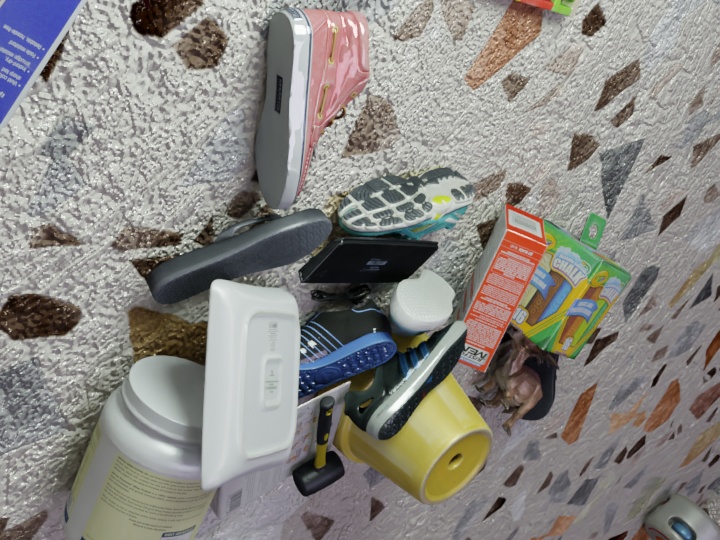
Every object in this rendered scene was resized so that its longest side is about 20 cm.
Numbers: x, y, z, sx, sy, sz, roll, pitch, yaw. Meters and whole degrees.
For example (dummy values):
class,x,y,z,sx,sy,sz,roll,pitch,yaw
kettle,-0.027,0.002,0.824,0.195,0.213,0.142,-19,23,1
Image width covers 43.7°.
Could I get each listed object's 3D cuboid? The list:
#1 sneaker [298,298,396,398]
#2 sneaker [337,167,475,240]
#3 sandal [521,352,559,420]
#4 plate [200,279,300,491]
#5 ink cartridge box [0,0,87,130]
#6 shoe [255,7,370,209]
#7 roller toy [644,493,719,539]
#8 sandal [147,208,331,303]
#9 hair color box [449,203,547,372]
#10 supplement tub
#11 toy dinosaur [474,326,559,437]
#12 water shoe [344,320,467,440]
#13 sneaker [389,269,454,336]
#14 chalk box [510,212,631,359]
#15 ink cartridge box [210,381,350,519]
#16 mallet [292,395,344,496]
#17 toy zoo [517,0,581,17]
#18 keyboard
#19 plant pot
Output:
class,x,y,z,sx,sy,sz,roll,pitch,yaw
sneaker,-0.058,0.097,1.092,0.199,0.078,0.070,-18,141,-4
sneaker,0.056,-0.063,1.058,0.199,0.078,0.080,-12,139,-39
sandal,0.302,0.177,1.518,0.043,0.076,0.201,-48,154,-49
plate,-0.104,0.115,0.931,0.199,0.032,0.202,14,77,-72
ink cartridge box,-0.303,-0.188,0.611,0.200,0.047,0.197,-52,144,8
shoe,-0.044,-0.154,0.873,0.091,0.071,0.201,-12,125,-31
roller toy,0.892,0.731,2.500,0.140,0.200,0.183,-39,107,-12
sandal,-0.122,-0.026,0.915,0.199,0.043,0.076,-20,156,-19
hair color box,0.184,0.023,1.223,0.111,0.064,0.201,-70,-177,-66
supplement tub,-0.220,0.208,0.954,0.144,0.145,0.201,4,119,-47
toy dinosaur,0.266,0.184,1.466,0.135,0.086,0.200,-37,141,-13
water shoe,0.058,0.119,1.113,0.200,0.079,0.072,-43,152,-32
sneaker,0.068,0.058,1.123,0.082,0.074,0.200,-56,170,16
chalk box,0.306,0.011,1.327,0.125,0.124,0.201,17,110,-51
ink cartridge box,-0.108,0.212,1.117,0.176,0.045,0.201,-26,152,-29
mallet,-0.056,0.221,1.117,0.066,0.041,0.201,-29,148,-19
toy zoo,0.200,-0.359,0.982,0.199,0.020,0.132,-2,124,-44
keyboard,0.000,0.000,1.063,0.199,0.021,0.127,2,140,-51
plant pot,0.070,0.202,1.205,0.200,0.189,0.202,-27,137,-27
